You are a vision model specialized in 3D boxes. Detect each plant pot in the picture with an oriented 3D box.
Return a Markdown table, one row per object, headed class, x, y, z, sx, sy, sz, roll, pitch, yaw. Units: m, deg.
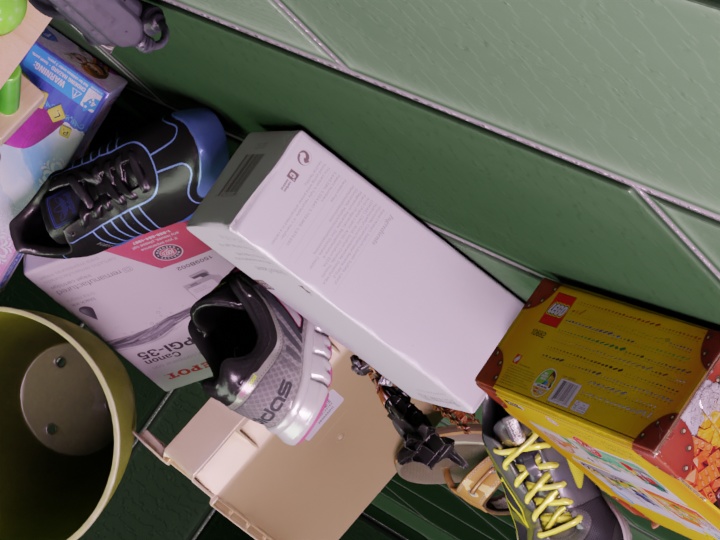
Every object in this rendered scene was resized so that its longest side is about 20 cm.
| class | x | y | z | sx | sy | sz | roll | pitch | yaw |
| --- | --- | --- | --- | --- | --- | --- | --- | --- | --- |
| plant pot | -0.242 | 0.112 | 1.905 | 0.187 | 0.188 | 0.200 | 34 | -170 | 7 |

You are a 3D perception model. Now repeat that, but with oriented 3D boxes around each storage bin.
| class | x | y | z | sx | sy | sz | roll | pitch | yaw |
| --- | --- | --- | --- | --- | --- | --- | --- | --- | --- |
| storage bin | -0.042 | 0.101 | 1.890 | 0.094 | 0.200 | 0.199 | 40 | 176 | 36 |

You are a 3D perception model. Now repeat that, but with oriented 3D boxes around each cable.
| class | x | y | z | sx | sy | sz | roll | pitch | yaw |
| --- | --- | --- | --- | --- | --- | --- | --- | --- | --- |
| cable | -0.200 | -0.196 | 1.439 | 0.200 | 0.051 | 0.163 | 38 | 177 | -39 |

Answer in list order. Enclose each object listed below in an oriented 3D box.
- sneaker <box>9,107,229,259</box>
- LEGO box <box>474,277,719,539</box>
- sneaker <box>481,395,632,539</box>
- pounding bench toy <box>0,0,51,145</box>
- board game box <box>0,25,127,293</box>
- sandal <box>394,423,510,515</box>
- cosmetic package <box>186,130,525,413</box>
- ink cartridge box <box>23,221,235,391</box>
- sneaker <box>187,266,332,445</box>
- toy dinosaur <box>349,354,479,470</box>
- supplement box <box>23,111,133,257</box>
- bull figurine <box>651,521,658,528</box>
| class | x | y | z | sx | sy | sz | roll | pitch | yaw |
| --- | --- | --- | --- | --- | --- | --- | --- | --- | --- |
| sneaker | -0.166 | -0.052 | 1.728 | 0.200 | 0.078 | 0.071 | -31 | 78 | 50 |
| LEGO box | 0.177 | 0.089 | 1.390 | 0.149 | 0.077 | 0.200 | 39 | 171 | -26 |
| sneaker | 0.113 | 0.133 | 1.627 | 0.085 | 0.074 | 0.201 | 38 | -151 | -52 |
| pounding bench toy | -0.266 | -0.152 | 1.660 | 0.200 | 0.125 | 0.156 | 39 | 171 | -29 |
| board game box | -0.300 | -0.109 | 1.818 | 0.199 | 0.200 | 0.041 | 34 | -157 | 3 |
| sandal | 0.113 | 0.154 | 1.873 | 0.199 | 0.054 | 0.080 | 3 | 154 | 24 |
| cosmetic package | 0.000 | 0.000 | 1.598 | 0.200 | 0.081 | 0.113 | 38 | 170 | -16 |
| ink cartridge box | -0.139 | -0.003 | 1.914 | 0.146 | 0.083 | 0.200 | -19 | 143 | 23 |
| sneaker | -0.069 | 0.016 | 1.673 | 0.087 | 0.201 | 0.074 | 20 | 140 | -29 |
| toy dinosaur | 0.042 | 0.060 | 1.756 | 0.199 | 0.102 | 0.136 | 17 | -157 | -48 |
| supplement box | -0.199 | -0.039 | 2.026 | 0.110 | 0.086 | 0.200 | -20 | 136 | 31 |
| bull figurine | 0.171 | 0.106 | 1.572 | 0.200 | 0.065 | 0.121 | 37 | 168 | -26 |
